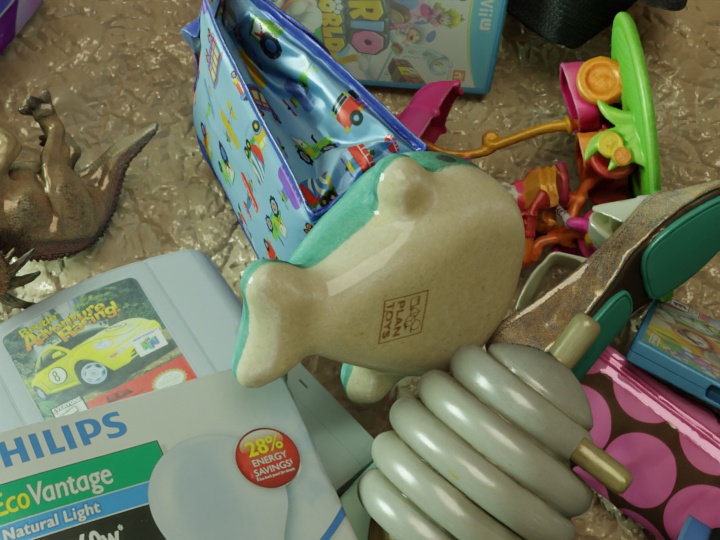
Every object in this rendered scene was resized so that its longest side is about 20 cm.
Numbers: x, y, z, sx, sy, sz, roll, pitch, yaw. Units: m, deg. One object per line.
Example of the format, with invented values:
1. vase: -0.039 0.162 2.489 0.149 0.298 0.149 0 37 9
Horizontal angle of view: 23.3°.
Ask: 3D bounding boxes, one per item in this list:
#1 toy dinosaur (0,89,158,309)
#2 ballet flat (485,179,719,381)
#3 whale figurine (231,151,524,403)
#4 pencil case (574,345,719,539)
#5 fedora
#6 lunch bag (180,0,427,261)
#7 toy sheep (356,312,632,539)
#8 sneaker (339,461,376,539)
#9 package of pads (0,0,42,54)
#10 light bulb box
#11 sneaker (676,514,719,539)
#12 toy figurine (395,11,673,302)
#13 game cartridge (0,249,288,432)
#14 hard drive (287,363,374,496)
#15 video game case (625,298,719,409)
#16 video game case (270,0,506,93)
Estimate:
1. toy dinosaur: -0.217 -0.033 1.137 0.199 0.086 0.136 -15 71 -28
2. ballet flat: 0.152 -0.002 1.068 0.200 0.068 0.067 -39 54 -21
3. whale figurine: 0.000 0.000 0.995 0.199 0.160 0.104 -18 40 -36
4. pencil case: 0.174 0.099 1.100 0.199 0.094 0.091 34 63 13
5. fedora: 0.141 -0.227 1.259 0.200 0.092 0.201 29 28 -17
6. lunch bag: -0.059 -0.088 1.142 0.094 0.151 0.200 -31 69 -22
7. toy sheep: 0.074 0.110 0.977 0.137 0.138 0.201 36 87 13
8. sneaker: 0.059 0.198 1.042 0.118 0.074 0.200 -35 63 -27
9. package of pads: -0.284 -0.170 1.178 0.075 0.121 0.201 29 61 3
10. light bulb box: -0.107 0.180 0.960 0.197 0.125 0.201 -15 64 -26
11. sneaker: 0.191 0.234 0.983 0.077 0.070 0.201 19 60 11
12. toy figurine: 0.104 -0.062 1.174 0.182 0.150 0.202 -8 71 2
13. game cartridge: -0.161 0.065 1.092 0.199 0.041 0.133 -27 47 -16
14. hard drive: -0.102 0.131 1.088 0.200 0.026 0.132 -38 72 -24
15. video game case: 0.269 0.079 1.112 0.199 0.018 0.143 28 17 8
16. video game case: 0.001 -0.189 1.203 0.198 0.144 0.018 3 44 -5
